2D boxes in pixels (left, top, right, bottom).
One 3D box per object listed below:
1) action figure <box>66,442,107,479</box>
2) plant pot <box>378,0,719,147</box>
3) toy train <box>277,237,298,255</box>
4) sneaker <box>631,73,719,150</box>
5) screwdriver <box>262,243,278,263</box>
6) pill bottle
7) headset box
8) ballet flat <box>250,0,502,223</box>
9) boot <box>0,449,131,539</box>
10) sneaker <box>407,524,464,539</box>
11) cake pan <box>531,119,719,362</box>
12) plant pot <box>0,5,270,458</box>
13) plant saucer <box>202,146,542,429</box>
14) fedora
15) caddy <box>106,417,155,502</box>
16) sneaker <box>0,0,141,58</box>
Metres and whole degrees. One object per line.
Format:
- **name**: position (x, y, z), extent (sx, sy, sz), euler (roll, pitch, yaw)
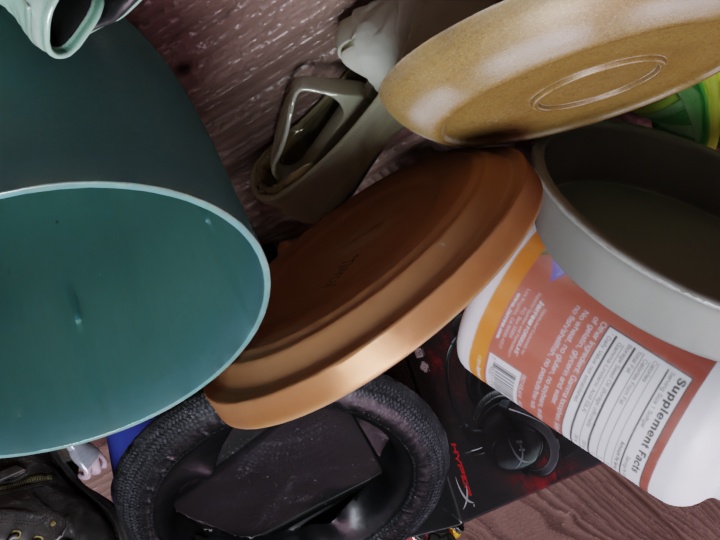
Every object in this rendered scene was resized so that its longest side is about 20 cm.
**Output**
- **action figure**: position (-0.225, 0.083, 0.779), extent (0.148, 0.202, 0.134), euler (27, 169, -20)
- **plant pot**: position (0.106, -0.096, 0.619), extent (0.197, 0.028, 0.200), euler (-15, 173, -2)
- **toy train**: position (0.031, -0.022, 0.842), extent (0.198, 0.056, 0.150), euler (-14, 171, -39)
- **sneaker**: position (0.170, -0.124, 0.780), extent (0.082, 0.075, 0.200), euler (3, 160, 19)
- **screwdriver**: position (-0.136, 0.036, 0.863), extent (0.198, 0.028, 0.029), euler (-26, 118, 8)
- **pill bottle**: position (0.162, 0.056, 0.751), extent (0.112, 0.199, 0.113), euler (-46, 156, -27)
- **headset box**: position (0.085, 0.076, 0.893), extent (0.198, 0.151, 0.077), euler (-11, 170, -42)
- **ballet flat**: position (0.002, -0.097, 0.715), extent (0.069, 0.070, 0.200), euler (5, 140, -36)
- **boot**: position (-0.245, 0.178, 0.853), extent (0.172, 0.200, 0.070), euler (-15, 135, -29)
- **sneaker**: position (0.022, 0.133, 0.959), extent (0.077, 0.201, 0.082), euler (34, 121, -17)
- **cake pan**: position (0.176, -0.015, 0.708), extent (0.198, 0.201, 0.037), euler (1, 125, -32)
- **plant pot**: position (-0.157, -0.036, 0.609), extent (0.198, 0.162, 0.202), euler (-15, 149, -10)
- **plant saucer**: position (0.000, 0.000, 0.674), extent (0.199, 0.201, 0.032), euler (-33, 107, 18)
- **fedora**: position (-0.048, 0.102, 0.803), extent (0.197, 0.092, 0.203), euler (-4, 130, -5)
- **caddy**: position (-0.084, 0.106, 0.921), extent (0.199, 0.106, 0.141), euler (-33, 146, 18)
- **sneaker**: position (-0.160, -0.124, 0.517), extent (0.198, 0.119, 0.074), euler (-24, 150, 7)
